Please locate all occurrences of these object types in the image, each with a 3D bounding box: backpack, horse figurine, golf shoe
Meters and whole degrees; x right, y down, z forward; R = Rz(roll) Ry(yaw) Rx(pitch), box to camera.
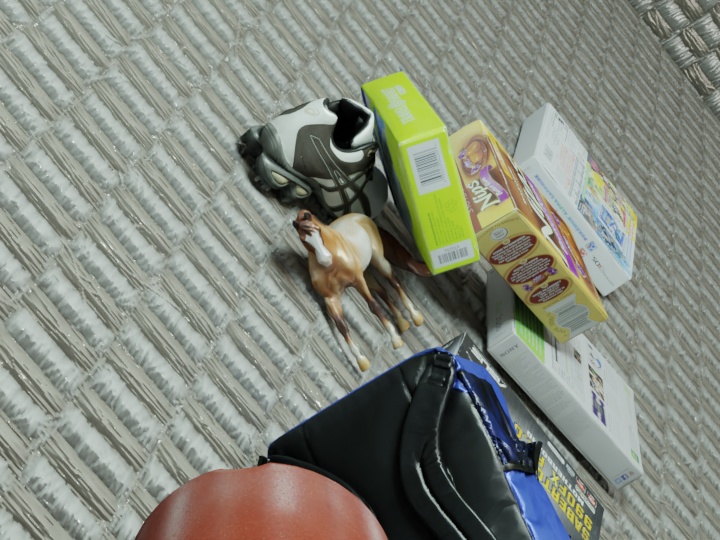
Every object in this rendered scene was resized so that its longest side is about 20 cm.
[{"bbox_3d":[0.063,0.175,1.256,0.168,0.162,0.200,24,36,-59],"label":"backpack"},{"bbox_3d":[0.000,0.000,1.540,0.133,0.050,0.200,59,22,-3],"label":"horse figurine"},{"bbox_3d":[-0.011,-0.092,1.592,0.078,0.094,0.200,61,20,20],"label":"golf shoe"}]

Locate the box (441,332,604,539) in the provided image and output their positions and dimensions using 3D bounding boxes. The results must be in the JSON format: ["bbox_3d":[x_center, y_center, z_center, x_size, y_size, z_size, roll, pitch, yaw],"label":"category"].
[{"bbox_3d":[0.115,0.165,1.538,0.200,0.048,0.158,52,21,-8],"label":"box"}]

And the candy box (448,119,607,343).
[{"bbox_3d":[0.146,-0.033,1.719,0.200,0.056,0.117,43,22,-46],"label":"candy box"}]

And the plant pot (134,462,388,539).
[{"bbox_3d":[-0.050,0.208,0.953,0.201,0.201,0.195,47,14,-19],"label":"plant pot"}]

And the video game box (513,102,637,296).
[{"bbox_3d":[0.249,-0.085,2.200,0.182,0.047,0.200,49,22,-10],"label":"video game box"}]

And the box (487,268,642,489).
[{"bbox_3d":[0.192,0.096,1.807,0.200,0.036,0.144,48,22,-20],"label":"box"}]

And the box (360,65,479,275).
[{"bbox_3d":[0.048,-0.090,1.614,0.200,0.047,0.122,-115,-172,-67],"label":"box"}]
